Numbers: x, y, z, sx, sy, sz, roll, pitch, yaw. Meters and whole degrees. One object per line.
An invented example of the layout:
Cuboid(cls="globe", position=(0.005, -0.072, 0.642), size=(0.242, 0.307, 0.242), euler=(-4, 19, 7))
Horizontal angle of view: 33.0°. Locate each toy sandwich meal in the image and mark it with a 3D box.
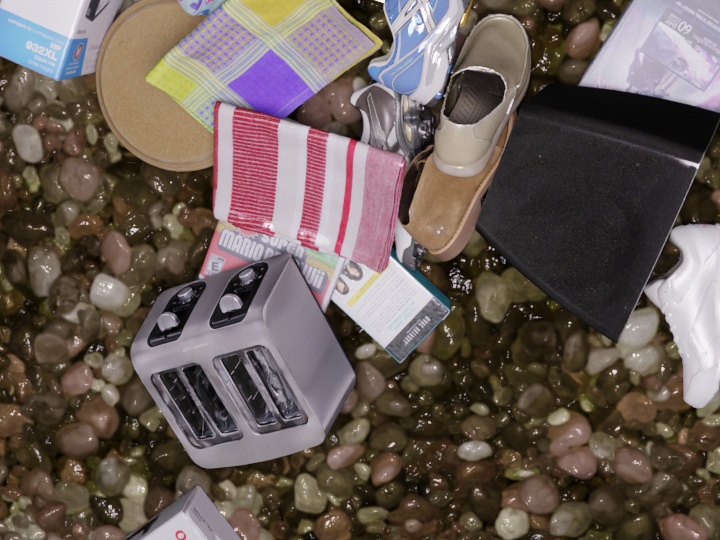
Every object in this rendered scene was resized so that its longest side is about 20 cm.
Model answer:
Cuboid(cls="toy sandwich meal", position=(-0.180, -0.200, 1.288), size=(0.203, 0.070, 0.207), euler=(2, 103, 10))

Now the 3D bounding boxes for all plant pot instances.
Cuboid(cls="plant pot", position=(0.228, -0.079, 1.203), size=(0.176, 0.199, 0.201), euler=(24, 115, 13))

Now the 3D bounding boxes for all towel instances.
Cuboid(cls="towel", position=(-0.093, -0.205, 1.175), size=(0.199, 0.023, 0.143), euler=(-33, 133, 19))
Cuboid(cls="towel", position=(-0.057, -0.082, 1.209), size=(0.198, 0.023, 0.145), euler=(18, 132, 11))

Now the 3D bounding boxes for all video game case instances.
Cuboid(cls="video game case", position=(-0.075, -0.052, 1.278), size=(0.142, 0.017, 0.201), euler=(24, 110, 4))
Cuboid(cls="video game case", position=(0.314, -0.201, 1.261), size=(0.142, 0.019, 0.201), euler=(32, 103, -2))

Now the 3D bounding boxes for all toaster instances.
Cuboid(cls="toaster", position=(-0.119, 0.103, 1.275), size=(0.180, 0.119, 0.201), euler=(-15, 115, 28))

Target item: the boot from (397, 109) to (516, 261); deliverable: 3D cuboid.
Cuboid(cls="boot", position=(0.099, -0.116, 1.233), size=(0.075, 0.073, 0.201), euler=(32, 70, -25))

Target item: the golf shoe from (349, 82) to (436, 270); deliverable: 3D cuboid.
Cuboid(cls="golf shoe", position=(0.033, -0.102, 1.288), size=(0.094, 0.078, 0.202), euler=(-1, 95, 15))

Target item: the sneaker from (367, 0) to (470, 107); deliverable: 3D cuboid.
Cuboid(cls="sneaker", position=(0.063, -0.257, 1.132), size=(0.076, 0.076, 0.202), euler=(15, 104, -2))

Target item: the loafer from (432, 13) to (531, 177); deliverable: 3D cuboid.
Cuboid(cls="loafer", position=(0.126, -0.185, 1.208), size=(0.075, 0.068, 0.201), euler=(15, 61, 9))

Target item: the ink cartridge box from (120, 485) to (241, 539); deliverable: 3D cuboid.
Cuboid(cls="ink cartridge box", position=(-0.226, 0.370, 1.406), size=(0.199, 0.083, 0.146), euler=(-36, 96, 12))

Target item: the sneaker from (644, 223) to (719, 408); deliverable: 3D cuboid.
Cuboid(cls="sneaker", position=(0.349, 0.044, 1.289), size=(0.098, 0.078, 0.202), euler=(6, 94, 11))

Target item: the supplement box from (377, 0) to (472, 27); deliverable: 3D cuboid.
Cuboid(cls="supplement box", position=(0.083, -0.355, 1.202), size=(0.109, 0.109, 0.202), euler=(17, 104, 2))

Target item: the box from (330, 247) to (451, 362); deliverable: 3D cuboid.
Cuboid(cls="box", position=(0.000, 0.000, 1.319), size=(0.200, 0.049, 0.082), euler=(43, 104, -4))

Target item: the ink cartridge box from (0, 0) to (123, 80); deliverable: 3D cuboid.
Cuboid(cls="ink cartridge box", position=(-0.289, -0.305, 1.232), size=(0.083, 0.145, 0.201), euler=(23, 104, 0))

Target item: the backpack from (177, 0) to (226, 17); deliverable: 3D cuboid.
Cuboid(cls="backpack", position=(-0.114, -0.344, 1.168), size=(0.200, 0.150, 0.178), euler=(-49, 64, 34))
